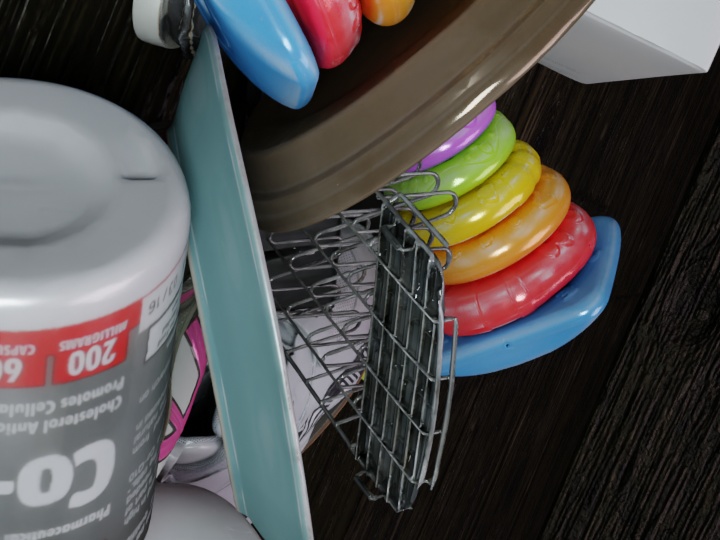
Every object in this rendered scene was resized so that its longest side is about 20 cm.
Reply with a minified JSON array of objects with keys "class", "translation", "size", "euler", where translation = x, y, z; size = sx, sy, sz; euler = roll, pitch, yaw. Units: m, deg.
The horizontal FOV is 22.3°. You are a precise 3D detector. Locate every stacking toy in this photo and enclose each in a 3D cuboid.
[{"class":"stacking toy","translation":[0.026,-0.151,0.640],"size":[0.199,0.117,0.110],"euler":[-30,-178,-3]},{"class":"stacking toy","translation":[0.047,-0.056,0.972],"size":[0.201,0.115,0.110],"euler":[59,25,-22]}]

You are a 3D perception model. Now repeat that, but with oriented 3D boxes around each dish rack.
[{"class":"dish rack","translation":[0.000,0.000,0.809],"size":[0.054,0.200,0.154],"euler":[-12,128,-23]}]

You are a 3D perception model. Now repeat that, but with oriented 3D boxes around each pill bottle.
[{"class":"pill bottle","translation":[-0.121,0.048,0.606],"size":[0.114,0.113,0.201],"euler":[-49,157,-48]}]

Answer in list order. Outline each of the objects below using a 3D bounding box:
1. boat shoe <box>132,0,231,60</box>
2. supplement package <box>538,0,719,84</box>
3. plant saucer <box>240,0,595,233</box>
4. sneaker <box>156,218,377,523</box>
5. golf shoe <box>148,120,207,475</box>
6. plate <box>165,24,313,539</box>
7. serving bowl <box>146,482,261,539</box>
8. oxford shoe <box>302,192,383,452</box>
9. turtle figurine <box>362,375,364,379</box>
[{"class":"boat shoe","translation":[-0.022,-0.140,0.773],"size":[0.200,0.060,0.074],"euler":[-45,154,-54]},{"class":"supplement package","translation":[0.124,-0.178,0.971],"size":[0.122,0.119,0.200],"euler":[-66,-169,0]},{"class":"plant saucer","translation":[0.025,-0.093,0.696],"size":[0.200,0.029,0.200],"euler":[-39,-164,13]},{"class":"sneaker","translation":[-0.048,0.042,0.931],"size":[0.201,0.075,0.115],"euler":[-58,166,-20]},{"class":"golf shoe","translation":[-0.096,0.041,0.769],"size":[0.201,0.072,0.092],"euler":[-65,167,-6]},{"class":"plate","translation":[-0.045,0.016,0.641],"size":[0.200,0.025,0.202],"euler":[168,-90,-85]},{"class":"serving bowl","translation":[-0.114,0.185,0.770],"size":[0.065,0.200,0.201],"euler":[16,100,-39]},{"class":"oxford shoe","translation":[-0.022,0.038,1.037],"size":[0.201,0.071,0.071],"euler":[-61,168,-26]},{"class":"turtle figurine","translation":[0.029,-0.012,1.143],"size":[0.162,0.064,0.200],"euler":[-57,180,3]}]
